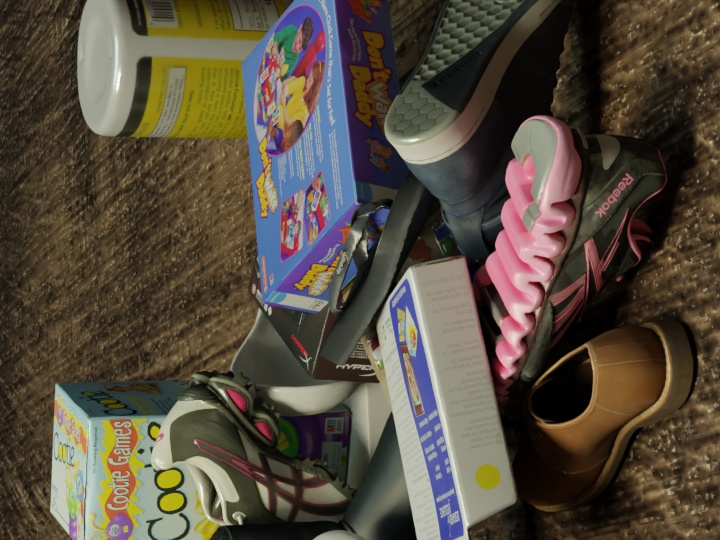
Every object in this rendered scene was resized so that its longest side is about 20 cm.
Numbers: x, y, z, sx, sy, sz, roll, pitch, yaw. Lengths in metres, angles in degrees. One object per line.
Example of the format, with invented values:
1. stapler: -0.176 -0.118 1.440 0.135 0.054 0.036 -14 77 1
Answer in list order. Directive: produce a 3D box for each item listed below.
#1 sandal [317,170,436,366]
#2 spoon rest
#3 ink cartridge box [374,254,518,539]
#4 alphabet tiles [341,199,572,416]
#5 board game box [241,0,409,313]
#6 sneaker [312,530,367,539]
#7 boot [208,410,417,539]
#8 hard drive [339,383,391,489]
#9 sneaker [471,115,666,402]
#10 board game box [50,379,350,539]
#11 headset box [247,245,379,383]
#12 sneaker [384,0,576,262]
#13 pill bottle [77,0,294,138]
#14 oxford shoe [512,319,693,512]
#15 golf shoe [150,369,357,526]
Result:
1. sandal: 0.000 0.001 1.493 0.076 0.043 0.200 -62 0 -34
2. spoon rest: -0.054 0.063 1.751 0.200 0.099 0.061 -137 42 -76
3. ink cartridge box: 0.054 0.106 1.431 0.198 0.047 0.201 125 132 -78
4. alphabet tiles: 0.062 0.010 1.525 0.200 0.008 0.167 -42 63 42
5. board game box: -0.025 -0.091 1.596 0.134 0.045 0.200 -44 43 47
6. sneaker: 0.015 0.228 1.495 0.200 0.073 0.071 -124 18 -44
7. boot: -0.020 0.179 1.617 0.076 0.168 0.201 -156 68 -67
8. hard drive: -0.019 0.137 1.805 0.200 0.025 0.132 161 107 -68
9. sneaker: 0.122 -0.001 1.355 0.079 0.095 0.200 -111 27 -43
10. board game box: -0.121 0.143 1.758 0.105 0.199 0.103 -150 62 -66
11. headset box: -0.005 -0.041 1.686 0.149 0.075 0.200 -129 49 -56
12. sneaker: 0.100 -0.096 1.428 0.077 0.146 0.202 1 46 42
13. pill bottle: -0.106 -0.157 1.786 0.114 0.199 0.115 180 90 -68
14. oxford shoe: 0.122 0.086 1.391 0.200 0.071 0.071 119 142 -54
15. golf shoe: -0.066 0.161 1.676 0.088 0.200 0.077 -52 17 -23
